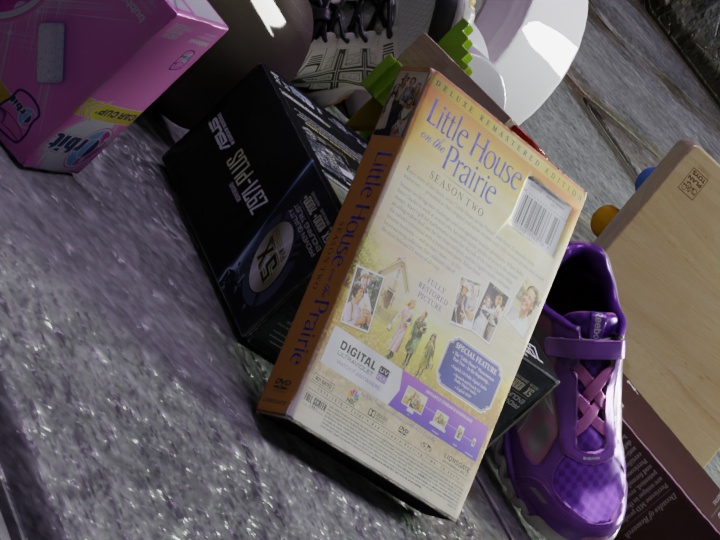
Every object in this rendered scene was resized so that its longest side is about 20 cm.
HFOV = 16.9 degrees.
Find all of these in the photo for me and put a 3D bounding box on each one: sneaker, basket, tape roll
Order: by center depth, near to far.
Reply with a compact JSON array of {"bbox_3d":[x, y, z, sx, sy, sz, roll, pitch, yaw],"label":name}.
[{"bbox_3d":[-0.122,-0.179,1.385,0.200,0.180,0.136,44,43,-46],"label":"basket"},{"bbox_3d":[0.129,0.067,1.469,0.080,0.088,0.201,6,62,-21],"label":"sneaker"},{"bbox_3d":[-0.012,-0.157,1.625,0.088,0.200,0.076,20,65,-39],"label":"sneaker"},{"bbox_3d":[0.079,-0.197,1.911,0.071,0.202,0.203,35,19,-44],"label":"tape roll"}]

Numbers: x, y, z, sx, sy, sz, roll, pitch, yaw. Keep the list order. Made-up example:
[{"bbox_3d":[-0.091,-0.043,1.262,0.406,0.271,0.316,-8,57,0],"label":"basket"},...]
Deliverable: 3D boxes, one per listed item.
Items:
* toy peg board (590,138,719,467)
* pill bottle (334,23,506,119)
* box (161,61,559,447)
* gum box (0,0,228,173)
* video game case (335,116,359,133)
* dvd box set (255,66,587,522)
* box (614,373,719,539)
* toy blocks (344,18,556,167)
[{"bbox_3d":[0.217,0.022,1.783,0.200,0.199,0.098,39,1,-33],"label":"toy peg board"},{"bbox_3d":[0.025,-0.154,1.743,0.112,0.112,0.200,38,5,-35],"label":"pill bottle"},{"bbox_3d":[0.000,0.000,1.386,0.200,0.086,0.164,34,20,-43],"label":"box"},{"bbox_3d":[-0.176,-0.163,1.240,0.200,0.113,0.066,52,15,15],"label":"gum box"},{"bbox_3d":[0.021,-0.061,1.599,0.182,0.023,0.200,29,8,-34],"label":"video game case"},{"bbox_3d":[0.036,0.014,1.276,0.029,0.200,0.146,9,-18,46],"label":"dvd box set"},{"bbox_3d":[0.156,0.114,1.577,0.200,0.075,0.100,51,14,6],"label":"box"},{"bbox_3d":[0.079,-0.072,1.513,0.137,0.100,0.200,46,4,9],"label":"toy blocks"}]
